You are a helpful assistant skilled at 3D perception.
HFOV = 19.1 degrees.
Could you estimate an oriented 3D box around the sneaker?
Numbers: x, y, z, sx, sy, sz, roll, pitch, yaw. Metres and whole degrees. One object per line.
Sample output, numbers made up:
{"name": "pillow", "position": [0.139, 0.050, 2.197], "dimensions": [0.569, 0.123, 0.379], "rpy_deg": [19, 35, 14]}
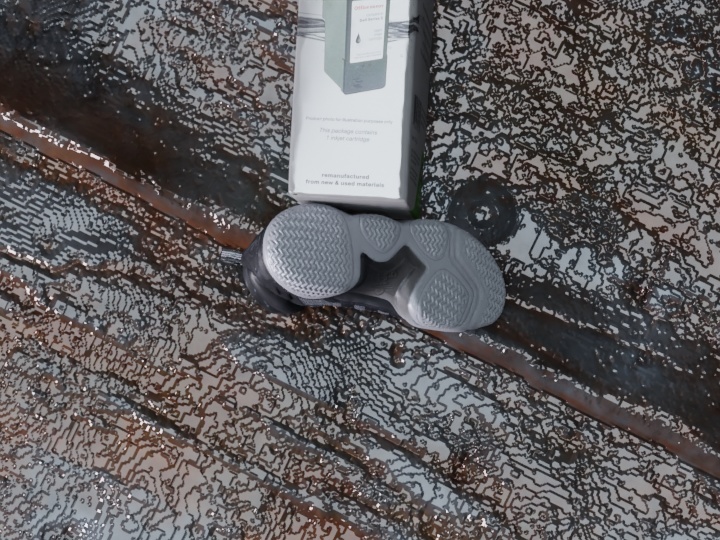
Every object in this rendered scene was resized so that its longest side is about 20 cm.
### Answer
{"name": "sneaker", "position": [0.000, 0.000, 1.520], "dimensions": [0.200, 0.114, 0.076], "rpy_deg": [14, 78, -30]}

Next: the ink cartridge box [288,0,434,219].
{"name": "ink cartridge box", "position": [0.004, -0.142, 1.493], "dimensions": [0.084, 0.146, 0.201], "rpy_deg": [3, 86, 6]}
